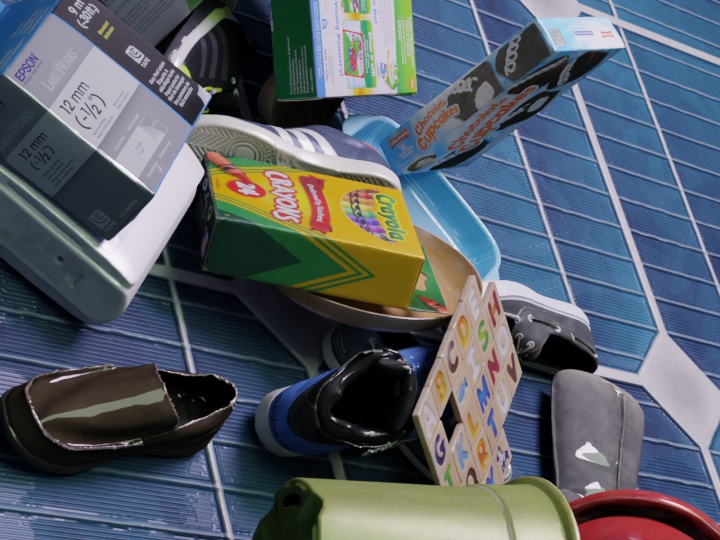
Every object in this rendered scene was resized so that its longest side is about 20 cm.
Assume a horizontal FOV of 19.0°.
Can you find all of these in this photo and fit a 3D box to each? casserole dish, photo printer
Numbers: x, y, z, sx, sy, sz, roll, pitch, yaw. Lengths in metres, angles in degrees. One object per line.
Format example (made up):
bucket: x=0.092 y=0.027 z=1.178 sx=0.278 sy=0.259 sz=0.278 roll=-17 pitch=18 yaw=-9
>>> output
casserole dish: x=0.043 y=-0.049 z=1.903 sx=0.200 sy=0.039 sz=0.121 roll=50 pitch=35 yaw=0
photo printer: x=-0.209 y=-0.073 z=1.614 sx=0.166 sy=0.069 sz=0.200 roll=40 pitch=36 yaw=-12

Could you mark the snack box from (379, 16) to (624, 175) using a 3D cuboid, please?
snack box: x=0.122 y=-0.152 z=1.876 sx=0.116 sy=0.200 sz=0.037 roll=-10 pitch=68 yaw=-52

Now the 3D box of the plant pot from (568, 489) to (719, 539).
plant pot: x=0.200 y=0.278 z=1.648 sx=0.200 sy=0.200 sz=0.183 roll=40 pitch=30 yaw=-15

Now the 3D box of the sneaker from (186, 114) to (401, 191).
sneaker: x=-0.066 y=-0.093 z=1.789 sx=0.200 sy=0.075 sz=0.085 roll=17 pitch=28 yaw=-21

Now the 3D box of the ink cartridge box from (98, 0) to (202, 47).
ink cartridge box: x=-0.196 y=-0.300 z=1.768 sx=0.200 sy=0.145 sz=0.088 roll=42 pitch=35 yaw=-12

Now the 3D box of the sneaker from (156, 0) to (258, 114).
sneaker: x=-0.131 y=-0.161 z=1.780 sx=0.083 sy=0.072 sz=0.200 roll=44 pitch=35 yaw=-11

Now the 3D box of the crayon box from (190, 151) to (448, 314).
crayon box: x=-0.028 y=-0.030 z=1.700 sx=0.200 sy=0.051 sz=0.127 roll=11 pitch=24 yaw=-15

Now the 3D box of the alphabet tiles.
alphabet tiles: x=0.091 y=0.109 z=1.699 sx=0.200 sy=0.008 sz=0.167 roll=-65 pitch=145 yaw=-46

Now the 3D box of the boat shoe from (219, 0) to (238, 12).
boat shoe: x=-0.175 y=-0.303 z=1.860 sx=0.201 sy=0.070 sz=0.072 roll=43 pitch=40 yaw=-7

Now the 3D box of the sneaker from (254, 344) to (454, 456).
sneaker: x=0.029 y=0.096 z=1.647 sx=0.200 sy=0.111 sz=0.077 roll=-9 pitch=86 yaw=-34

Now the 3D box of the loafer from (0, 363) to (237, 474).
loafer: x=-0.166 y=0.091 z=1.512 sx=0.200 sy=0.071 sz=0.073 roll=-4 pitch=62 yaw=-50

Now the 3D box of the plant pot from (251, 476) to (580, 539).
plant pot: x=0.025 y=0.224 z=1.530 sx=0.190 sy=0.200 sz=0.200 roll=16 pitch=46 yaw=-23

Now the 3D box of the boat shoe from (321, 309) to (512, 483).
boat shoe: x=0.058 y=0.109 z=1.753 sx=0.200 sy=0.062 sz=0.073 roll=44 pitch=36 yaw=-10

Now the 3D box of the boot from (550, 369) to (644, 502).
boot: x=0.228 y=0.199 z=1.869 sx=0.182 sy=0.073 sz=0.200 roll=40 pitch=30 yaw=-19

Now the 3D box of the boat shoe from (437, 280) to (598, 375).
boat shoe: x=0.141 y=0.055 z=1.890 sx=0.200 sy=0.069 sz=0.057 roll=11 pitch=45 yaw=-45

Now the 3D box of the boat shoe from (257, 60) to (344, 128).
boat shoe: x=-0.046 y=-0.176 z=1.903 sx=0.065 sy=0.072 sz=0.200 roll=19 pitch=32 yaw=19

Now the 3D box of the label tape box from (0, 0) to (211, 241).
label tape box: x=-0.218 y=-0.136 z=1.547 sx=0.200 sy=0.066 sz=0.143 roll=41 pitch=35 yaw=-13

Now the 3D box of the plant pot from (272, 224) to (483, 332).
plant pot: x=0.000 y=0.000 z=1.750 sx=0.200 sy=0.027 sz=0.200 roll=14 pitch=24 yaw=-7

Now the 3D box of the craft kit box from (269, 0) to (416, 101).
craft kit box: x=-0.016 y=-0.246 z=1.832 sx=0.197 sy=0.048 sz=0.200 roll=-10 pitch=97 yaw=-61
